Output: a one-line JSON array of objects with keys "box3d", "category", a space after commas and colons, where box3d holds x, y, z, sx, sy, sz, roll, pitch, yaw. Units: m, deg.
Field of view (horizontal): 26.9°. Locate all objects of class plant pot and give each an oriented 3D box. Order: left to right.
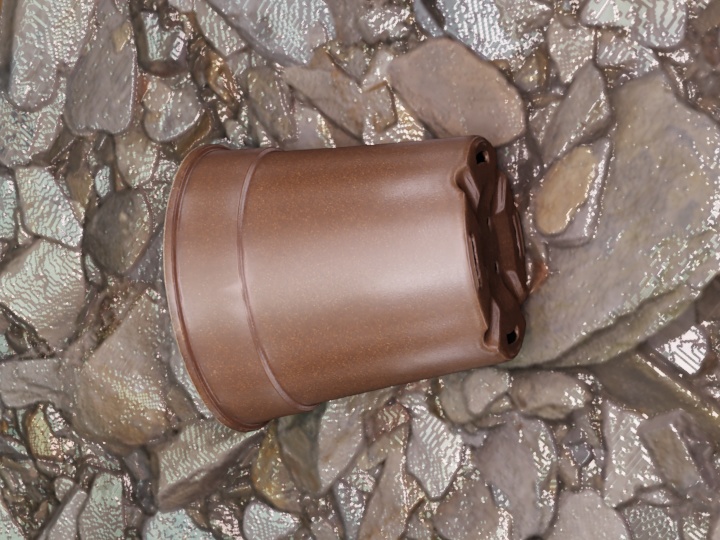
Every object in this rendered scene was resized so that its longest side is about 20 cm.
[{"box3d": [0.000, 0.000, 1.012, 0.197, 0.200, 0.201, -8, 96, 20], "category": "plant pot"}]
